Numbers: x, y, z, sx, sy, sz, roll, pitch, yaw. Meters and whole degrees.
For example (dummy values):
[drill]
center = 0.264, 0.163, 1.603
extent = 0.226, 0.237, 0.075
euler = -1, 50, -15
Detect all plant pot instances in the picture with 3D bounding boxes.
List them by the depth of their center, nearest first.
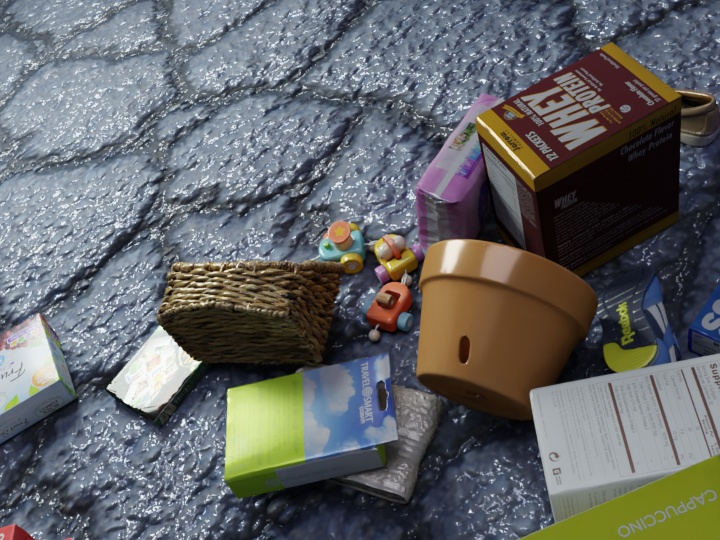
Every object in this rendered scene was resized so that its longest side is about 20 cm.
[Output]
[plant pot]
center = 0.146, 0.073, 0.948
extent = 0.197, 0.200, 0.142
euler = 11, 71, 27

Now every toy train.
[toy train]
center = 0.000, 0.000, 1.142
extent = 0.198, 0.056, 0.151
euler = 21, 60, 33

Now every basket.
[basket]
center = -0.138, 0.020, 1.076
extent = 0.197, 0.143, 0.151
euler = -1, 56, 24

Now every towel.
[towel]
center = -0.011, 0.181, 1.006
extent = 0.197, 0.035, 0.134
euler = 10, 56, 26

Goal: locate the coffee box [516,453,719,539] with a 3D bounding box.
[coffee box]
center = 0.249, 0.307, 0.692
extent = 0.197, 0.199, 0.202
euler = -22, 47, 0

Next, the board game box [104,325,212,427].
[board game box]
center = -0.240, 0.106, 1.161
extent = 0.104, 0.024, 0.201
euler = 21, 61, 34

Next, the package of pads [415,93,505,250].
[package of pads]
center = 0.143, -0.122, 1.142
extent = 0.075, 0.121, 0.201
euler = 22, 58, 20

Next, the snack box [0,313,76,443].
[snack box]
center = -0.501, 0.166, 1.184
extent = 0.198, 0.053, 0.143
euler = -31, 49, -8

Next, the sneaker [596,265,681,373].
[sneaker]
center = 0.311, 0.071, 0.965
extent = 0.073, 0.082, 0.201
euler = -29, 22, 31

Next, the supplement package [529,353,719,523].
[supplement package]
center = 0.277, 0.176, 0.849
extent = 0.196, 0.118, 0.119
euler = -12, 48, 9

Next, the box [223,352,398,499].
[box]
center = -0.053, 0.172, 0.974
extent = 0.197, 0.048, 0.123
euler = -14, 47, 8

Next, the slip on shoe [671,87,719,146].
[slip on shoe]
center = 0.394, -0.229, 1.191
extent = 0.199, 0.061, 0.076
euler = 29, 65, 36

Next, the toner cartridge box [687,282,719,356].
[toner cartridge box]
center = 0.455, 0.024, 0.965
extent = 0.094, 0.043, 0.200
euler = 27, 64, 34

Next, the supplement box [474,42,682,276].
[supplement box]
center = 0.266, -0.121, 1.050
extent = 0.195, 0.201, 0.133
euler = -28, 47, -6

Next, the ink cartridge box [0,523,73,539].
[ink cartridge box]
center = -0.431, 0.366, 0.978
extent = 0.197, 0.068, 0.117
euler = -18, 46, 5
